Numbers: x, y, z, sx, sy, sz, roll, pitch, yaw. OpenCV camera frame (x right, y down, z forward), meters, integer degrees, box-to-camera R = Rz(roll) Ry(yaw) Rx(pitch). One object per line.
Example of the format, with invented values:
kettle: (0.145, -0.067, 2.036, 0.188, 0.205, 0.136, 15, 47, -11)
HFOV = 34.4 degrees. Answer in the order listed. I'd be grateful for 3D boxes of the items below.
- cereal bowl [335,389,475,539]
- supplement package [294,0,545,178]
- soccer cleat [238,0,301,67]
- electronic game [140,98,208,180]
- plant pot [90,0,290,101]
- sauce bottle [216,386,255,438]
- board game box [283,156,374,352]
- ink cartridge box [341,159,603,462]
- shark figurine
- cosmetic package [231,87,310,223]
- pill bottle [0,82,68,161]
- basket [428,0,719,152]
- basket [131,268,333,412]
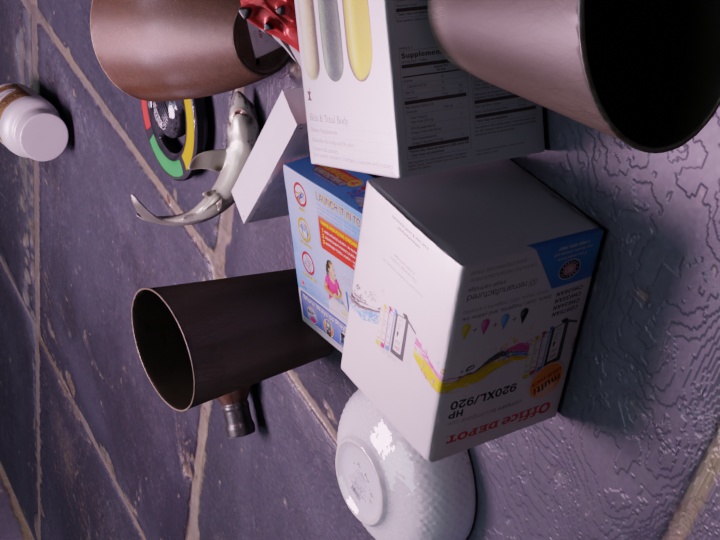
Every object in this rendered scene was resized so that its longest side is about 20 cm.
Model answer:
cereal bowl: (0.032, 0.214, 1.237, 0.200, 0.083, 0.200, 30, 127, 51)
supplement package: (0.046, -0.192, 0.973, 0.152, 0.151, 0.200, 17, 116, 58)
soccer cleat: (-0.038, -0.226, 1.177, 0.200, 0.085, 0.069, 44, 121, -4)
electronic game: (-0.264, -0.224, 1.617, 0.200, 0.042, 0.200, 33, 129, 51)
plant pot: (-0.173, -0.277, 1.324, 0.200, 0.187, 0.187, 15, 115, 42)
sauce bottle: (-0.185, 0.130, 1.603, 0.065, 0.065, 0.200, -3, 101, 61)
board game box: (0.000, 0.000, 1.207, 0.200, 0.056, 0.196, 36, 138, 50)
ink cartridge box: (0.089, 0.030, 0.993, 0.145, 0.147, 0.200, 45, 138, 43)
shark figurine: (-0.179, -0.106, 1.460, 0.128, 0.214, 0.090, 46, -170, -2)
cosmetic package: (-0.074, -0.128, 1.282, 0.051, 0.083, 0.200, 65, 148, 19)
pill bottle: (-0.613, -0.269, 2.135, 0.200, 0.114, 0.114, 33, 129, 51)
basket: (0.146, -0.186, 0.813, 0.200, 0.136, 0.180, 26, 124, 58)
basket: (-0.142, 0.069, 1.360, 0.180, 0.200, 0.136, 31, 127, 51)
